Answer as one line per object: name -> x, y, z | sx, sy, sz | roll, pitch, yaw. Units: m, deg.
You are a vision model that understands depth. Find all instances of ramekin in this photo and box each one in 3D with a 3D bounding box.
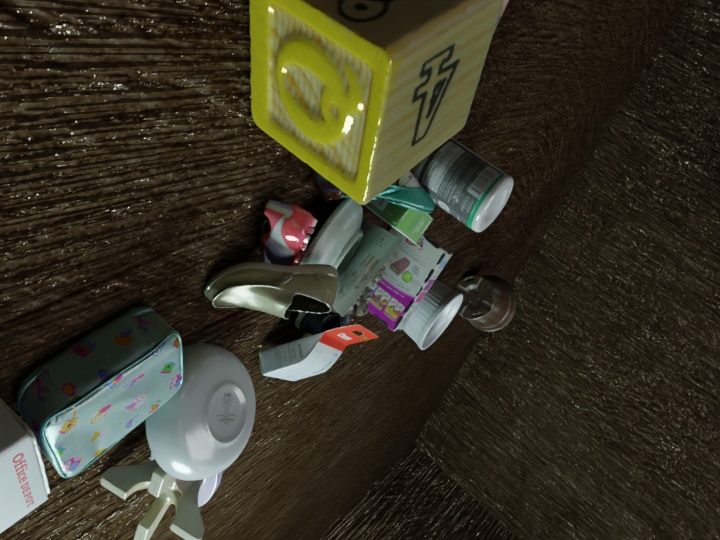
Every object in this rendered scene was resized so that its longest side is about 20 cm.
ramekin -> 0.205, 0.123, 1.854 | 0.200, 0.097, 0.202 | -44, 158, -22

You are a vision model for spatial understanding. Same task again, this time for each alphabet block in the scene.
alphabet block -> 0.011, -0.234, 0.696 | 0.199, 0.194, 0.198 | -38, 154, -31

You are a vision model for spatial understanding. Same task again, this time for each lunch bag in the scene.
lunch bag -> -0.314, 0.150, 0.777 | 0.199, 0.077, 0.162 | -38, 157, -36

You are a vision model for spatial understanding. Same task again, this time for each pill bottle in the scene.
pill bottle -> 0.163, -0.169, 1.126 | 0.113, 0.199, 0.114 | -43, 158, -22

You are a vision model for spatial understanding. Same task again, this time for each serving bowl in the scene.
serving bowl -> -0.221, 0.211, 0.944 | 0.199, 0.065, 0.205 | 10, 79, -58

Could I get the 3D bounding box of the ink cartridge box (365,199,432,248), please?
ink cartridge box -> 0.069, -0.109, 1.158 | 0.060, 0.103, 0.200 | -53, 160, 5

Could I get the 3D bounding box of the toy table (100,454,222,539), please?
toy table -> -0.303, 0.342, 1.004 | 0.117, 0.181, 0.203 | -50, 155, -56

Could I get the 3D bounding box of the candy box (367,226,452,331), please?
candy box -> 0.083, 0.007, 1.335 | 0.202, 0.136, 0.061 | -56, 161, 12

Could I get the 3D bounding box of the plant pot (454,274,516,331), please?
plant pot -> 0.419, 0.105, 2.187 | 0.202, 0.200, 0.197 | -56, 153, 10

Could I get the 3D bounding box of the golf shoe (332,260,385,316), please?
golf shoe -> -0.013, 0.010, 1.244 | 0.079, 0.096, 0.201 | 68, 31, -27

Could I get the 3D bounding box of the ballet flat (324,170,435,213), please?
ballet flat -> 0.039, -0.139, 0.985 | 0.196, 0.067, 0.072 | 8, 108, -23

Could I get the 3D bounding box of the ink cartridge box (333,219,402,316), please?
ink cartridge box -> 0.000, 0.000, 1.098 | 0.161, 0.047, 0.200 | -51, -156, -2

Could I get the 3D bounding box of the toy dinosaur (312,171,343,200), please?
toy dinosaur -> 0.001, -0.188, 0.910 | 0.181, 0.105, 0.201 | -39, -171, 39

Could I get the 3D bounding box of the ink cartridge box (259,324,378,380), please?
ink cartridge box -> -0.072, 0.160, 1.203 | 0.196, 0.048, 0.160 | -16, 162, 11

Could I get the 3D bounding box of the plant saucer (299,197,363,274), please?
plant saucer -> -0.043, -0.032, 1.045 | 0.202, 0.050, 0.200 | -56, 175, -8

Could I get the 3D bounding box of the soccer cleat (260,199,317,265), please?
soccer cleat -> -0.119, -0.038, 0.936 | 0.067, 0.076, 0.200 | -65, -175, -29

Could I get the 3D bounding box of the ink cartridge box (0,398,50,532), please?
ink cartridge box -> -0.436, 0.236, 0.639 | 0.199, 0.083, 0.147 | -36, 154, -41

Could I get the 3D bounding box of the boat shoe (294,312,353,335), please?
boat shoe -> -0.063, 0.106, 1.282 | 0.075, 0.061, 0.200 | -56, 160, 4

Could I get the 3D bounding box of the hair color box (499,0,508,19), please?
hair color box -> 0.161, -0.373, 0.985 | 0.109, 0.065, 0.202 | -28, 150, -50

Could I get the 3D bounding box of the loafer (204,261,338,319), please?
loafer -> -0.122, 0.032, 0.903 | 0.196, 0.069, 0.076 | -5, 151, -15
